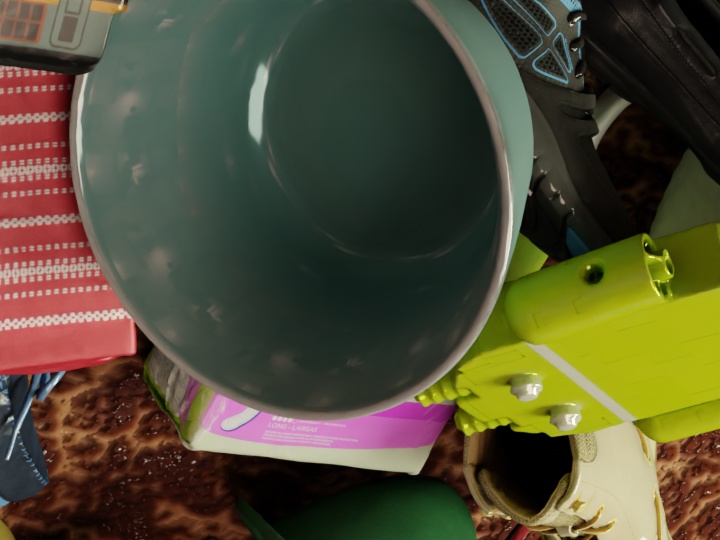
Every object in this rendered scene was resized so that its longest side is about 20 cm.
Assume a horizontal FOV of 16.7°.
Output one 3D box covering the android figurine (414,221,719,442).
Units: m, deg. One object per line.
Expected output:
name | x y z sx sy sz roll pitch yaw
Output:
android figurine | 0.121 0.032 1.080 0.199 0.041 0.182 -17 153 20

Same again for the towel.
towel | -0.161 -0.048 1.008 0.144 0.022 0.201 -7 107 -28

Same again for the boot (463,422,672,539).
boot | 0.108 0.130 1.222 0.072 0.201 0.155 -5 176 23

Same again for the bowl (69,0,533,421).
bowl | -0.008 -0.049 1.003 0.105 0.200 0.201 -28 149 -58

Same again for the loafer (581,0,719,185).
loafer | 0.173 -0.080 1.101 0.068 0.200 0.071 -9 138 -58

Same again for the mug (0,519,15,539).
mug | -0.196 0.197 1.155 0.186 0.153 0.149 -41 134 7

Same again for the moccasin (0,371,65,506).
moccasin | -0.166 0.026 1.078 0.068 0.081 0.201 -24 135 -7

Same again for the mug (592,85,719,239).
mug | 0.196 -0.028 1.207 0.199 0.148 0.176 28 115 -8

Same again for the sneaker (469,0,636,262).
sneaker | 0.074 -0.090 1.064 0.082 0.073 0.201 -33 98 -16

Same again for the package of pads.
package of pads | 0.000 0.000 1.159 0.154 0.068 0.201 10 120 -36

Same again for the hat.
hat | 0.051 0.124 1.253 0.176 0.200 0.166 -40 104 -8

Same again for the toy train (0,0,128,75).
toy train | -0.170 -0.139 0.921 0.199 0.085 0.115 5 111 -31

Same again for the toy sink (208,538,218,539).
toy sink | -0.061 0.260 1.250 0.130 0.200 0.112 -41 135 9
